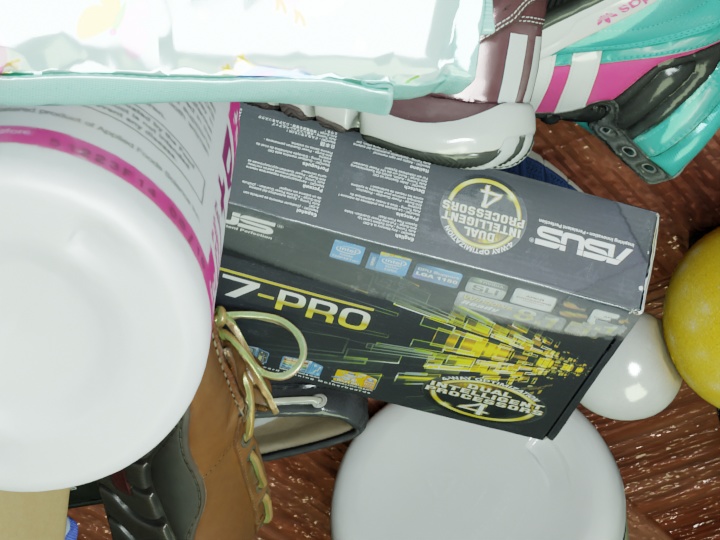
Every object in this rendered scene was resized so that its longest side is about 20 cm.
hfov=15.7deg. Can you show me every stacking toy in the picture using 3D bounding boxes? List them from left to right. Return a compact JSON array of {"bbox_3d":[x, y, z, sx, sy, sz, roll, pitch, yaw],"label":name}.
[{"bbox_3d":[0.182,0.017,1.128,0.200,0.146,0.146,-19,149,21],"label":"stacking toy"}]

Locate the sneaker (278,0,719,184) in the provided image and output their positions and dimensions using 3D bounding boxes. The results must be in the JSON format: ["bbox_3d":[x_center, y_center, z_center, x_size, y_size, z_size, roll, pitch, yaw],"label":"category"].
[{"bbox_3d":[0.069,-0.075,1.009,0.200,0.084,0.121,-22,141,25],"label":"sneaker"}]

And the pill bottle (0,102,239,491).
[{"bbox_3d":[-0.096,-0.033,0.813,0.113,0.200,0.113,1,122,1],"label":"pill bottle"}]

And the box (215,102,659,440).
[{"bbox_3d":[0.000,0.000,1.011,0.200,0.049,0.161,15,155,-4],"label":"box"}]

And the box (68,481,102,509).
[{"bbox_3d":[-0.189,0.032,1.100,0.164,0.086,0.200,-10,151,16],"label":"box"}]

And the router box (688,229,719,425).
[{"bbox_3d":[0.260,0.046,1.185,0.200,0.157,0.052,-10,151,1],"label":"router box"}]

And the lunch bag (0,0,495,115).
[{"bbox_3d":[-0.056,-0.134,0.751,0.170,0.200,0.122,-1,149,-12],"label":"lunch bag"}]

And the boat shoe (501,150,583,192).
[{"bbox_3d":[0.022,-0.021,1.107,0.200,0.072,0.072,23,143,-28],"label":"boat shoe"}]

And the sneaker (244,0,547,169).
[{"bbox_3d":[-0.020,-0.115,0.933,0.200,0.116,0.076,18,-170,13],"label":"sneaker"}]

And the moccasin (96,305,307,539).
[{"bbox_3d":[-0.066,0.048,1.005,0.074,0.078,0.201,21,143,31],"label":"moccasin"}]

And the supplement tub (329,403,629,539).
[{"bbox_3d":[0.067,0.156,1.337,0.145,0.145,0.200,-10,150,3],"label":"supplement tub"}]

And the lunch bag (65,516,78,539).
[{"bbox_3d":[-0.243,0.113,1.037,0.200,0.124,0.170,6,156,22],"label":"lunch bag"}]

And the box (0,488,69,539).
[{"bbox_3d":[-0.143,0.012,0.946,0.021,0.200,0.163,7,-179,21],"label":"box"}]

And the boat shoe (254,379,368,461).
[{"bbox_3d":[-0.089,0.074,1.240,0.200,0.060,0.074,-16,150,12],"label":"boat shoe"}]
